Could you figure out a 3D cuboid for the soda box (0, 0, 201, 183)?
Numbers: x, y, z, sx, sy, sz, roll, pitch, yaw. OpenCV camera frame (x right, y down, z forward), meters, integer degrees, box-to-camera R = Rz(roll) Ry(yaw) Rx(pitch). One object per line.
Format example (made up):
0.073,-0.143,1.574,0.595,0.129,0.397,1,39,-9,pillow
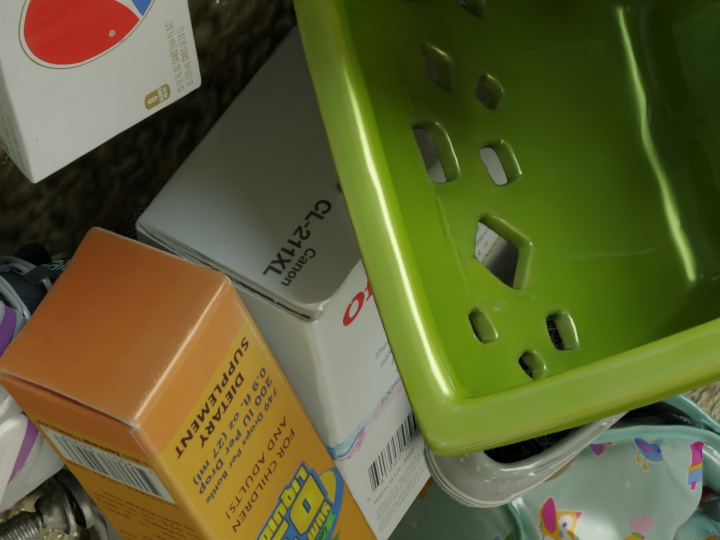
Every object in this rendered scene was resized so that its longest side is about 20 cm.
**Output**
-0.100,-0.118,0.667,0.068,0.064,0.200,-32,149,-17,soda box

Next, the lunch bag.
0.084,0.118,1.096,0.199,0.170,0.123,-10,93,-42,lunch bag

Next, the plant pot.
0.117,-0.064,0.735,0.199,0.200,0.181,-21,168,31,plant pot

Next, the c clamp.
-0.176,0.144,0.965,0.199,0.027,0.171,-27,148,-26,c clamp

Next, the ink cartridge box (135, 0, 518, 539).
0.000,0.000,0.896,0.146,0.083,0.200,-52,156,-24,ink cartridge box

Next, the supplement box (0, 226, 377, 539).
-0.054,0.072,0.826,0.067,0.069,0.200,-58,149,-22,supplement box

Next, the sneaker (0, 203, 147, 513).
-0.126,0.010,0.810,0.140,0.078,0.200,-35,155,-25,sneaker

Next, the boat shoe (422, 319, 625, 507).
0.108,0.017,0.901,0.201,0.070,0.072,-44,180,-16,boat shoe

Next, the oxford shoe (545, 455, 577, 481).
0.116,0.031,1.005,0.071,0.074,0.200,-43,-170,43,oxford shoe
